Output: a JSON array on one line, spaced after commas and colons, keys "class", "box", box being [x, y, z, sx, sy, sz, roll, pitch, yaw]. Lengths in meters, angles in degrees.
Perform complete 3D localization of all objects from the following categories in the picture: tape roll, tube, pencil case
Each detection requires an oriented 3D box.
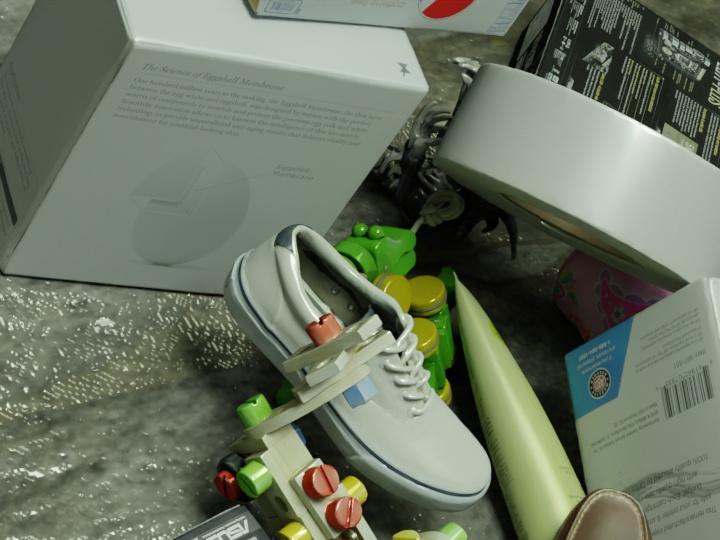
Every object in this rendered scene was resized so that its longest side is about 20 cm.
[{"class": "tape roll", "box": [0.148, -0.055, 1.350, 0.202, 0.071, 0.202, 27, -1, 0]}, {"class": "tube", "box": [0.099, 0.098, 1.348, 0.052, 0.058, 0.201, 0, 54, -33]}, {"class": "pencil case", "box": [0.212, 0.062, 1.455, 0.087, 0.088, 0.200, -14, 60, -44]}]

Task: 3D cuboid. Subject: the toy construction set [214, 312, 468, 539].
[{"class": "toy construction set", "box": [-0.008, 0.126, 1.169, 0.092, 0.131, 0.201, -19, 90, -33]}]

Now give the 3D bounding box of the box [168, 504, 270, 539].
[{"class": "box", "box": [-0.090, 0.224, 1.095, 0.200, 0.049, 0.161, -22, 65, -47]}]

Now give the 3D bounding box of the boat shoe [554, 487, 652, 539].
[{"class": "boat shoe", "box": [0.133, 0.210, 1.218, 0.072, 0.068, 0.201, 17, 57, 4]}]

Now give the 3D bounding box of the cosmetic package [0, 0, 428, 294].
[{"class": "cosmetic package", "box": [-0.102, -0.097, 1.277, 0.199, 0.200, 0.123, 6, 49, -33]}]

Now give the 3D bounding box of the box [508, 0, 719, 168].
[{"class": "box", "box": [0.190, -0.114, 1.604, 0.163, 0.086, 0.200, 31, 40, -8]}]

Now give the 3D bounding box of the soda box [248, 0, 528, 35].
[{"class": "soda box", "box": [0.016, -0.188, 1.250, 0.199, 0.064, 0.068, 0, 50, -41]}]

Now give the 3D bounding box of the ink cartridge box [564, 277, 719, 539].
[{"class": "ink cartridge box", "box": [0.213, 0.125, 1.306, 0.083, 0.145, 0.201, 7, 65, -33]}]

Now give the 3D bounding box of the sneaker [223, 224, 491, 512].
[{"class": "sneaker", "box": [0.007, 0.058, 1.224, 0.200, 0.071, 0.073, 43, 45, -6]}]

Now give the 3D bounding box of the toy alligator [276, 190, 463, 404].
[{"class": "toy alligator", "box": [0.000, 0.000, 1.322, 0.059, 0.054, 0.200, 10, 49, 37]}]

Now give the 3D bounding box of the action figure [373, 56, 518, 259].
[{"class": "action figure", "box": [0.042, -0.092, 1.462, 0.199, 0.102, 0.119, 31, 28, -5]}]

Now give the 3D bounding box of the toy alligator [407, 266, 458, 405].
[{"class": "toy alligator", "box": [0.026, 0.066, 1.335, 0.054, 0.060, 0.200, -3, 40, 14]}]
